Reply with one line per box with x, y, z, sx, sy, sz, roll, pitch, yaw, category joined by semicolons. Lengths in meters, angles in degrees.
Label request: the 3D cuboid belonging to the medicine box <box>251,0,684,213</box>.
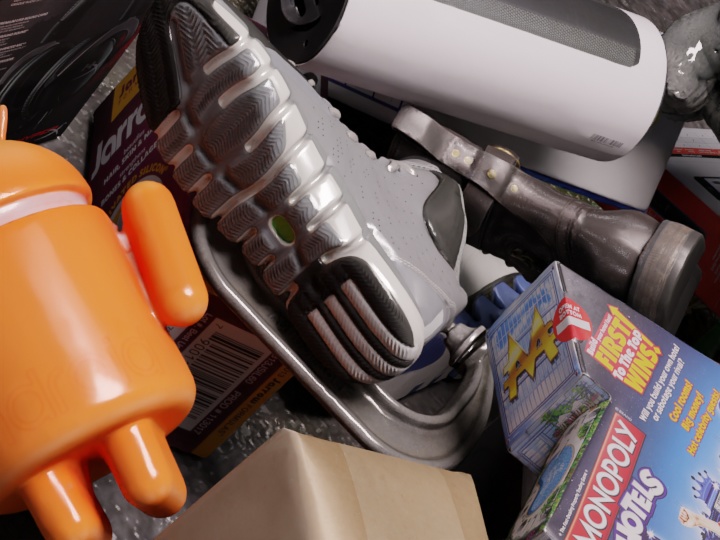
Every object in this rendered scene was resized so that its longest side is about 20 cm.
0.062;-0.125;1.276;0.181;0.104;0.200;17;8;-33;medicine box

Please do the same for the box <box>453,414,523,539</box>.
0.136;0.174;1.134;0.148;0.124;0.201;-2;57;-44;box

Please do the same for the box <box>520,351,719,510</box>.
0.170;0.119;1.073;0.199;0.048;0.159;28;40;-18;box

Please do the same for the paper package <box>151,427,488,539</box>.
-0.026;0.197;0.901;0.103;0.190;0.201;16;46;-38;paper package

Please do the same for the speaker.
0.053;-0.115;1.108;0.199;0.081;0.082;15;47;-32;speaker

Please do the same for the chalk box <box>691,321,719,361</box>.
0.251;0.115;1.298;0.124;0.125;0.201;-5;59;-46;chalk box

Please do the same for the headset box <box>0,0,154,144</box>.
-0.165;-0.137;1.068;0.077;0.200;0.149;52;37;10;headset box

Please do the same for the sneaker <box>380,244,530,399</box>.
0.017;0.005;1.223;0.199;0.081;0.115;-8;58;-55;sneaker

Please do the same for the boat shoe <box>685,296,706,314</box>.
0.203;-0.008;1.406;0.069;0.074;0.200;50;41;1;boat shoe

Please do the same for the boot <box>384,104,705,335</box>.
0.089;-0.016;1.167;0.173;0.200;0.069;25;71;12;boot

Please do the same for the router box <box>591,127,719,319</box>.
0.259;-0.015;1.319;0.199;0.049;0.180;1;35;-42;router box

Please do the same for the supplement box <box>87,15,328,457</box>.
-0.080;-0.025;1.120;0.085;0.110;0.201;26;41;-26;supplement box

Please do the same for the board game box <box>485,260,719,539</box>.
0.128;0.101;0.963;0.200;0.062;0.200;40;36;-2;board game box

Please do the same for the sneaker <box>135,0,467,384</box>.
-0.018;-0.049;1.028;0.115;0.075;0.201;-30;89;-53;sneaker

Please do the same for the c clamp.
0.000;0.000;1.061;0.200;0.027;0.171;50;36;4;c clamp

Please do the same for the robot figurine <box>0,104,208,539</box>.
-0.147;0.027;0.987;0.116;0.144;0.201;-14;70;-52;robot figurine

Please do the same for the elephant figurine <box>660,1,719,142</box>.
0.241;-0.049;1.154;0.141;0.155;0.201;-15;59;-3;elephant figurine
